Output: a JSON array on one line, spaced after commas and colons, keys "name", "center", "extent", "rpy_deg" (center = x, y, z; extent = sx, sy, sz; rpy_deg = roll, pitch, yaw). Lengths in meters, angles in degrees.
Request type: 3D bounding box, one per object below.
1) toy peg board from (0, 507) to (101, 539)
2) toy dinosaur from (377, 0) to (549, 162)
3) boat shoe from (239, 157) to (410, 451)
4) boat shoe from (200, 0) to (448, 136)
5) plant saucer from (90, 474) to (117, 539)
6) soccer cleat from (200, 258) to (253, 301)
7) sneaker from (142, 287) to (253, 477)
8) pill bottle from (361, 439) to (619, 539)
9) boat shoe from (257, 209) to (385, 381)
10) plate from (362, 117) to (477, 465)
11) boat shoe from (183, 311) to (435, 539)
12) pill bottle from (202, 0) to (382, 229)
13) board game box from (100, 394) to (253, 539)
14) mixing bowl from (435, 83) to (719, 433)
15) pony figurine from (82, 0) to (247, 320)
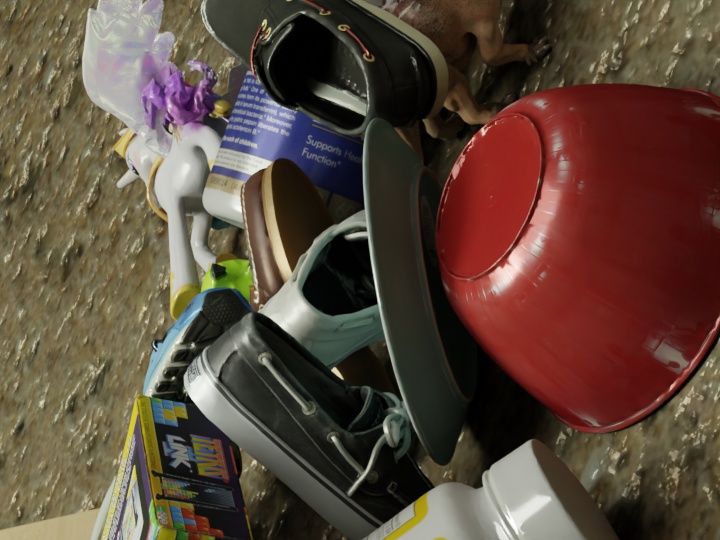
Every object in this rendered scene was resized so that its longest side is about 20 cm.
[{"name": "toy peg board", "center": [-0.163, 0.267, 1.905], "extent": [0.198, 0.098, 0.201], "rpy_deg": [-15, 58, 38]}, {"name": "toy dinosaur", "center": [0.035, -0.147, 1.767], "extent": [0.086, 0.135, 0.201], "rpy_deg": [35, 102, 61]}, {"name": "boat shoe", "center": [-0.037, 0.035, 1.760], "extent": [0.070, 0.070, 0.201], "rpy_deg": [-25, 77, 32]}, {"name": "boat shoe", "center": [-0.035, -0.136, 1.747], "extent": [0.201, 0.063, 0.074], "rpy_deg": [30, 125, 43]}, {"name": "plant saucer", "center": [-0.117, 0.211, 1.750], "extent": [0.200, 0.050, 0.202], "rpy_deg": [-174, 90, -66]}, {"name": "soccer cleat", "center": [-0.054, 0.075, 1.860], "extent": [0.081, 0.067, 0.200], "rpy_deg": [95, 158, -43]}, {"name": "sneaker", "center": [-0.107, 0.062, 1.784], "extent": [0.200, 0.078, 0.090], "rpy_deg": [113, 148, -56]}, {"name": "pill bottle", "center": [0.038, 0.183, 1.515], "extent": [0.200, 0.114, 0.115], "rpy_deg": [-36, 37, 10]}, {"name": "boat shoe", "center": [0.000, 0.000, 1.701], "extent": [0.066, 0.072, 0.200], "rpy_deg": [-50, -9, 35]}, {"name": "plate", "center": [0.039, 0.010, 1.647], "extent": [0.025, 0.200, 0.201], "rpy_deg": [-11, 53, 12]}, {"name": "boat shoe", "center": [-0.003, 0.094, 1.620], "extent": [0.068, 0.199, 0.074], "rpy_deg": [-44, 16, 20]}, {"name": "pill bottle", "center": [-0.017, -0.114, 1.854], "extent": [0.116, 0.115, 0.201], "rpy_deg": [16, 86, 61]}, {"name": "board game box", "center": [-0.113, 0.194, 1.584], "extent": [0.165, 0.056, 0.201], "rpy_deg": [-107, 31, -67]}, {"name": "mixing bowl", "center": [0.112, -0.024, 1.584], "extent": [0.200, 0.108, 0.201], "rpy_deg": [-38, 41, 42]}, {"name": "pony figurine", "center": [-0.114, -0.092, 1.992], "extent": [0.200, 0.166, 0.194], "rpy_deg": [59, 136, 47]}]
